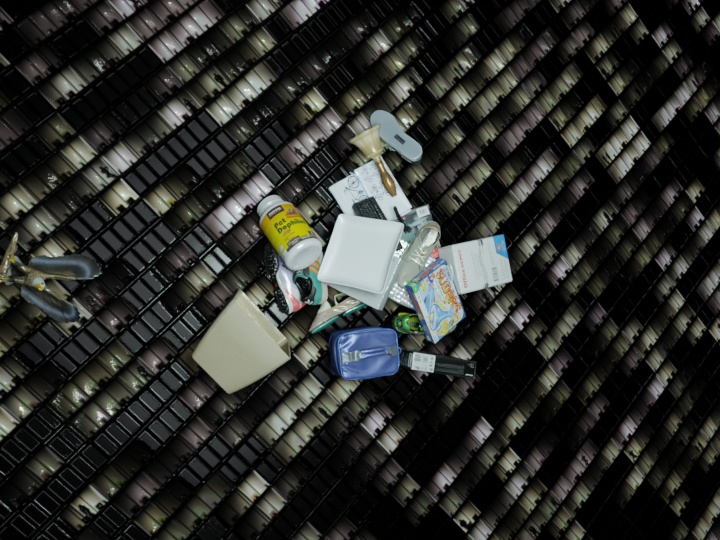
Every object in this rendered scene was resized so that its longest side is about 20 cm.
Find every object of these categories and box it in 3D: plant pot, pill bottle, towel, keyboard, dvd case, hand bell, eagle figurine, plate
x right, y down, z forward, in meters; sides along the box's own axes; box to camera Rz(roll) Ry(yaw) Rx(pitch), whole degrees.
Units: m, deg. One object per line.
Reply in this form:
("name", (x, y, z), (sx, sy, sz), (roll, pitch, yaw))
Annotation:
("plant pot", (-0.311, 0.189, 1.324), (0.177, 0.200, 0.200), (-42, 100, -4))
("pill bottle", (-0.194, -0.105, 1.374), (0.109, 0.110, 0.201), (-30, 63, -16))
("towel", (0.118, 0.004, 1.503), (0.199, 0.086, 0.167), (29, 94, -5))
("keyboard", (0.067, -0.133, 1.446), (0.126, 0.021, 0.201), (-19, 57, -13))
("dvd case", (0.169, -0.083, 1.569), (0.145, 0.022, 0.202), (-19, 95, -17))
("hand bell", (0.057, -0.305, 1.497), (0.104, 0.104, 0.201), (-31, 101, -16))
("eagle figurine", (-0.748, 0.025, 1.234), (0.151, 0.152, 0.199), (-39, 139, 23))
("plate", (0.002, -0.044, 1.383), (0.198, 0.032, 0.202), (11, 73, 24))

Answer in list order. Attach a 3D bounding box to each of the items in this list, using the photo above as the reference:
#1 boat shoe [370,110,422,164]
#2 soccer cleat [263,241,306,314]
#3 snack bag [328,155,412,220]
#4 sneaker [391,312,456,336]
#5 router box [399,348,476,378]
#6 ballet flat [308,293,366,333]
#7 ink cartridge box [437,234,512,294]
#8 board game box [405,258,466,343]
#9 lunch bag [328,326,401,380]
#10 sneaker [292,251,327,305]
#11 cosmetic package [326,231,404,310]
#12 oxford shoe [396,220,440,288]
("boat shoe", (0.107, -0.390, 1.537), (0.199, 0.068, 0.074), (41, 88, 13))
("soccer cleat", (-0.207, 0.016, 1.429), (0.073, 0.068, 0.202), (-19, 92, -37))
("snack bag", (0.028, -0.212, 1.517), (0.199, 0.021, 0.190), (-31, 90, -17))
("sneaker", (0.197, 0.163, 1.534), (0.198, 0.085, 0.079), (0, 88, -19))
("router box", (0.209, 0.265, 1.500), (0.198, 0.149, 0.052), (11, 84, -16))
("ballet flat", (-0.071, 0.108, 1.470), (0.199, 0.068, 0.068), (-26, 76, -22))
("ink cartridge box", (0.348, -0.018, 1.579), (0.198, 0.086, 0.148), (-12, 91, -23))
("board game box", (0.215, 0.086, 1.466), (0.135, 0.034, 0.201), (-37, 119, -21))
("lunch bag", (0.018, 0.230, 1.449), (0.198, 0.132, 0.138), (-6, 90, -17))
("sneaker", (-0.145, -0.006, 1.412), (0.079, 0.071, 0.202), (3, 68, -51))
("cosmetic package", (0.000, 0.000, 1.435), (0.199, 0.052, 0.152), (25, 90, 19))
("oxford shoe", (0.158, -0.044, 1.428), (0.075, 0.058, 0.201), (28, 97, -8))
